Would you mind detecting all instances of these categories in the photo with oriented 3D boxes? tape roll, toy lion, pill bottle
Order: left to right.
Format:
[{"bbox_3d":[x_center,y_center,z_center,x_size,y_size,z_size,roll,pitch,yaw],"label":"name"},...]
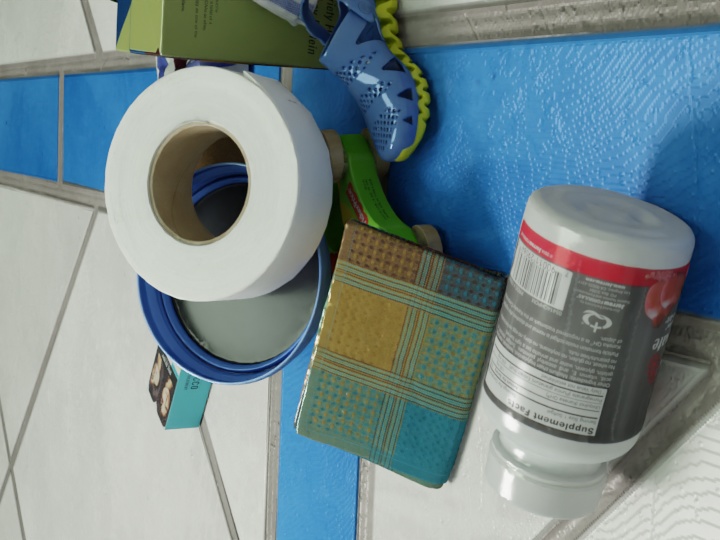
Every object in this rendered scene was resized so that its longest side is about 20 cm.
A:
[{"bbox_3d":[-0.125,-0.075,1.062,0.199,0.071,0.206,0,90,25],"label":"tape roll"},{"bbox_3d":[0.000,0.000,1.102,0.193,0.068,0.202,110,146,-45],"label":"toy lion"},{"bbox_3d":[0.141,0.055,0.791,0.111,0.109,0.203,40,125,53],"label":"pill bottle"}]

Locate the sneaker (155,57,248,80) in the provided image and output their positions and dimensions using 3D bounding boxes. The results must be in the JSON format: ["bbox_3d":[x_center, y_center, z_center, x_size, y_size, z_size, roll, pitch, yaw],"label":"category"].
[{"bbox_3d":[-0.205,-0.248,1.432,0.199,0.079,0.117,-19,77,61],"label":"sneaker"}]

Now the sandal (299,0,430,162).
[{"bbox_3d":[0.000,-0.183,1.063,0.080,0.086,0.202,-49,51,47],"label":"sandal"}]

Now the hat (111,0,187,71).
[{"bbox_3d":[-0.179,-0.285,1.370,0.177,0.199,0.166,54,165,0],"label":"hat"}]

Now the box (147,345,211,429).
[{"bbox_3d":[-0.212,0.094,1.486,0.083,0.048,0.202,56,137,44],"label":"box"}]

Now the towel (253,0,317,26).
[{"bbox_3d":[-0.067,-0.336,1.063,0.024,0.146,0.202,30,97,58],"label":"towel"}]

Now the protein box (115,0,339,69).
[{"bbox_3d":[-0.115,-0.299,1.146,0.134,0.197,0.202,21,109,58],"label":"protein box"}]

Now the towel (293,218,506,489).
[{"bbox_3d":[0.030,0.072,1.001,0.145,0.022,0.203,20,113,14],"label":"towel"}]

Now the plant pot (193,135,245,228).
[{"bbox_3d":[-0.134,-0.015,1.239,0.186,0.184,0.203,-30,78,57],"label":"plant pot"}]

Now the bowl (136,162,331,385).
[{"bbox_3d":[-0.116,0.003,1.118,0.198,0.039,0.204,0,90,24],"label":"bowl"}]
